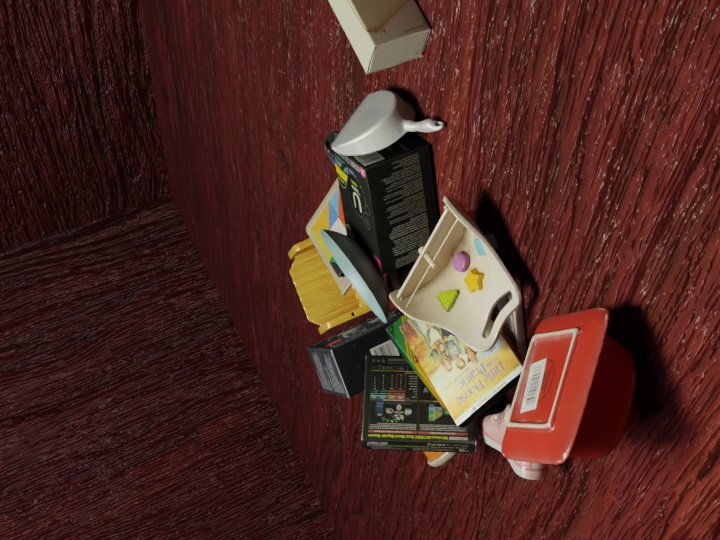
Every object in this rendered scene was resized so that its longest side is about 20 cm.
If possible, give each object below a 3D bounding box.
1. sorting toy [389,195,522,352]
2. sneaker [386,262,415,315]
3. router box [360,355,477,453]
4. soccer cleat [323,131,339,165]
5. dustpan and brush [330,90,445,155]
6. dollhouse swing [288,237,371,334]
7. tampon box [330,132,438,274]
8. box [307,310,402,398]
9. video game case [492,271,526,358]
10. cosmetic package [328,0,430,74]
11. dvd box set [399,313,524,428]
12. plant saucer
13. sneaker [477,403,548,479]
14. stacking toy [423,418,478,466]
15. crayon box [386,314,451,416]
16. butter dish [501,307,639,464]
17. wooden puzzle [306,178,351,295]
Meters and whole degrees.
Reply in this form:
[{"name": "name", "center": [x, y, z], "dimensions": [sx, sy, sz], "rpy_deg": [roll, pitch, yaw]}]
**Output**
[{"name": "sorting toy", "center": [0.164, 0.021, 1.460], "dimensions": [0.181, 0.106, 0.202], "rpy_deg": [51, 129, 31]}, {"name": "sneaker", "center": [0.090, -0.013, 1.751], "dimensions": [0.077, 0.087, 0.203], "rpy_deg": [58, -163, -51]}, {"name": "router box", "center": [0.102, 0.228, 1.642], "dimensions": [0.062, 0.195, 0.153], "rpy_deg": [78, -166, -64]}, {"name": "soccer cleat", "center": [-0.001, -0.187, 1.867], "dimensions": [0.202, 0.064, 0.084], "rpy_deg": [57, -168, 19]}, {"name": "dustpan and brush", "center": [0.056, -0.238, 1.558], "dimensions": [0.057, 0.141, 0.198], "rpy_deg": [47, 153, -27]}, {"name": "dollhouse swing", "center": [-0.063, 0.013, 2.089], "dimensions": [0.176, 0.179, 0.203], "rpy_deg": [48, -160, -83]}, {"name": "tampon box", "center": [0.045, -0.128, 1.655], "dimensions": [0.150, 0.124, 0.203], "rpy_deg": [45, 151, 54]}, {"name": "box", "center": [0.017, 0.165, 1.940], "dimensions": [0.106, 0.197, 0.182], "rpy_deg": [68, 162, -3]}, {"name": "video game case", "center": [0.202, 0.037, 1.549], "dimensions": [0.200, 0.017, 0.145], "rpy_deg": [43, 148, 55]}, {"name": "cosmetic package", "center": [0.016, -0.414, 1.473], "dimensions": [0.202, 0.102, 0.073], "rpy_deg": [62, 160, 18]}, {"name": "dvd box set", "center": [0.162, 0.125, 1.529], "dimensions": [0.029, 0.146, 0.202], "rpy_deg": [20, -147, -53]}, {"name": "plant saucer", "center": [0.000, 0.000, 1.694], "dimensions": [0.202, 0.038, 0.201], "rpy_deg": [54, 173, 10]}, {"name": "sneaker", "center": [0.250, 0.246, 1.555], "dimensions": [0.200, 0.074, 0.107], "rpy_deg": [-134, 43, -68]}, {"name": "stacking toy", "center": [0.116, 0.235, 1.721], "dimensions": [0.200, 0.146, 0.146], "rpy_deg": [45, 161, 0]}, {"name": "crayon box", "center": [0.149, 0.138, 1.602], "dimensions": [0.201, 0.126, 0.051], "rpy_deg": [50, 173, 30]}, {"name": "butter dish", "center": [0.292, 0.167, 1.240], "dimensions": [0.199, 0.146, 0.204], "rpy_deg": [155, 135, -72]}, {"name": "wooden puzzle", "center": [-0.038, -0.080, 1.982], "dimensions": [0.186, 0.037, 0.202], "rpy_deg": [-53, 53, 38]}]
